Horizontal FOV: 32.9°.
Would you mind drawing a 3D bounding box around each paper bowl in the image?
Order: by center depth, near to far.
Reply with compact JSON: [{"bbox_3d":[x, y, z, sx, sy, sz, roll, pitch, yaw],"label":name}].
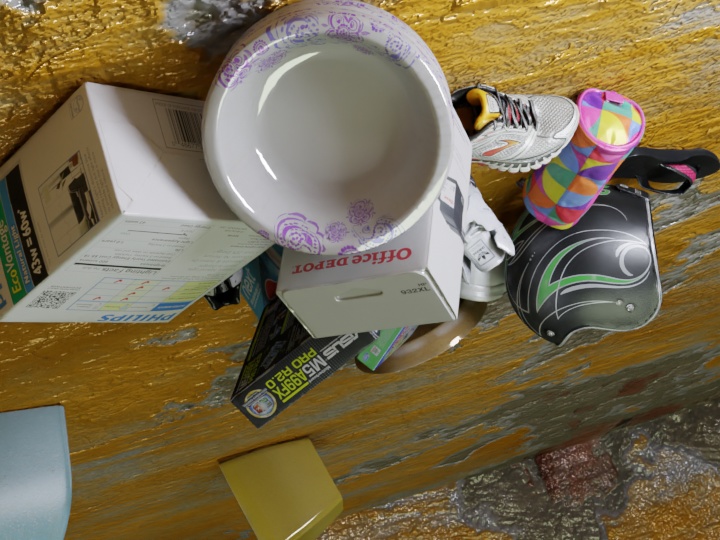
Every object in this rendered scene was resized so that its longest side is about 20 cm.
[{"bbox_3d":[-0.024,-0.121,0.995,0.200,0.201,0.104,-23,-159,12],"label":"paper bowl"}]

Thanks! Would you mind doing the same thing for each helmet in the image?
[{"bbox_3d":[0.272,-0.008,1.517,0.190,0.201,0.200,-7,163,14],"label":"helmet"}]

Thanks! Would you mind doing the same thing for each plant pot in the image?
[{"bbox_3d":[0.076,0.070,1.650,0.199,0.028,0.200,-24,-161,9],"label":"plant pot"},{"bbox_3d":[-0.504,0.323,1.669,0.195,0.201,0.196,-4,155,-34],"label":"plant pot"},{"bbox_3d":[-0.140,0.433,2.330,0.176,0.200,0.200,-28,162,-11],"label":"plant pot"}]

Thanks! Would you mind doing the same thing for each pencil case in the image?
[{"bbox_3d":[0.244,-0.124,1.360,0.088,0.089,0.200,-12,161,-18],"label":"pencil case"}]

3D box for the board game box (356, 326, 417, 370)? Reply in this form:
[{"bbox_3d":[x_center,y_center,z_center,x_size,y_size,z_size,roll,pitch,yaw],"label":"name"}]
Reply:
[{"bbox_3d":[0.079,0.021,1.487,0.200,0.029,0.135,-56,171,27],"label":"board game box"}]

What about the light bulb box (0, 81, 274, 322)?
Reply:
[{"bbox_3d":[-0.201,-0.050,1.075,0.200,0.125,0.198,-33,157,36],"label":"light bulb box"}]

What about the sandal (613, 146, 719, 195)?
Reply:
[{"bbox_3d":[0.386,-0.121,1.545,0.199,0.045,0.075,-1,154,-40],"label":"sandal"}]

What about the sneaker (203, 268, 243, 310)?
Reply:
[{"bbox_3d":[-0.149,-0.023,1.266,0.073,0.080,0.200,-16,159,-4],"label":"sneaker"}]

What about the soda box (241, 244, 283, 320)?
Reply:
[{"bbox_3d":[-0.087,-0.018,1.331,0.064,0.068,0.200,-28,165,-22],"label":"soda box"}]

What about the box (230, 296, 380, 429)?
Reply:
[{"bbox_3d":[-0.045,0.052,1.233,0.160,0.044,0.200,-39,-164,20],"label":"box"}]

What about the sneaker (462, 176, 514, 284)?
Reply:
[{"bbox_3d":[0.110,-0.049,1.302,0.075,0.115,0.200,-33,178,13],"label":"sneaker"}]

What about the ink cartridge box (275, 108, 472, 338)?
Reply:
[{"bbox_3d":[0.017,-0.049,1.105,0.145,0.201,0.084,-9,142,23],"label":"ink cartridge box"}]

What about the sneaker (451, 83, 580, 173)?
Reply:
[{"bbox_3d":[0.132,-0.142,1.210,0.199,0.078,0.082,-12,158,-20],"label":"sneaker"}]

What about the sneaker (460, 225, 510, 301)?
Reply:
[{"bbox_3d":[0.186,-0.018,1.610,0.075,0.089,0.200,9,-167,23],"label":"sneaker"}]
